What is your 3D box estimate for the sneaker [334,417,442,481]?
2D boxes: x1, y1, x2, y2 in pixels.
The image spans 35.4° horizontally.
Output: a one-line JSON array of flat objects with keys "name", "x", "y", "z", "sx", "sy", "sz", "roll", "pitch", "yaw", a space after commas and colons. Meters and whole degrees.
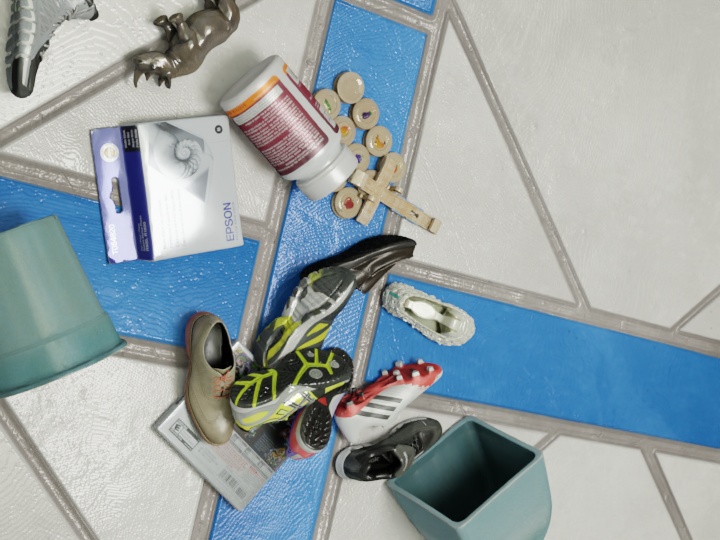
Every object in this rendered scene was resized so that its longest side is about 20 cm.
[{"name": "sneaker", "x": 0.062, "y": 0.298, "z": 1.835, "sx": 0.200, "sy": 0.090, "sz": 0.067, "roll": -18, "pitch": 105, "yaw": -27}]

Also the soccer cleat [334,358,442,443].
[{"name": "soccer cleat", "x": 0.048, "y": 0.211, "z": 1.836, "sx": 0.200, "sy": 0.069, "sz": 0.085, "roll": -24, "pitch": 115, "yaw": -23}]

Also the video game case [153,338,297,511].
[{"name": "video game case", "x": -0.188, "y": 0.236, "z": 1.723, "sx": 0.182, "sy": 0.023, "sz": 0.200, "roll": -48, "pitch": 115, "yaw": -17}]

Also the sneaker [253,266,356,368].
[{"name": "sneaker", "x": -0.077, "y": 0.075, "z": 1.725, "sx": 0.200, "sy": 0.075, "sz": 0.085, "roll": -44, "pitch": 146, "yaw": 8}]

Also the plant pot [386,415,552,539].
[{"name": "plant pot", "x": 0.202, "y": 0.400, "z": 1.876, "sx": 0.196, "sy": 0.196, "sz": 0.200, "roll": -36, "pitch": 120, "yaw": -22}]

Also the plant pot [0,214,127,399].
[{"name": "plant pot", "x": -0.432, "y": 0.041, "z": 1.472, "sx": 0.200, "sy": 0.200, "sz": 0.196, "roll": -22, "pitch": 98, "yaw": -26}]

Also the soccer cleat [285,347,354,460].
[{"name": "soccer cleat", "x": -0.067, "y": 0.204, "z": 1.752, "sx": 0.068, "sy": 0.073, "sz": 0.200, "roll": 34, "pitch": 47, "yaw": -16}]

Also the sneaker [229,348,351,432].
[{"name": "sneaker", "x": -0.106, "y": 0.177, "z": 1.679, "sx": 0.200, "sy": 0.075, "sz": 0.077, "roll": -15, "pitch": 136, "yaw": -27}]

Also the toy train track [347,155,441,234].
[{"name": "toy train track", "x": 0.063, "y": -0.107, "z": 1.813, "sx": 0.200, "sy": 0.033, "sz": 0.115, "roll": 29, "pitch": 84, "yaw": -37}]

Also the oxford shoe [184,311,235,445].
[{"name": "oxford shoe", "x": -0.214, "y": 0.162, "z": 1.644, "sx": 0.070, "sy": 0.075, "sz": 0.200, "roll": -13, "pitch": 99, "yaw": -27}]

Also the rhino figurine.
[{"name": "rhino figurine", "x": -0.249, "y": -0.328, "z": 1.605, "sx": 0.200, "sy": 0.060, "sz": 0.087, "roll": -47, "pitch": 126, "yaw": -14}]

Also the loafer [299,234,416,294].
[{"name": "loafer", "x": 0.000, "y": 0.000, "z": 1.785, "sx": 0.200, "sy": 0.073, "sz": 0.071, "roll": -21, "pitch": 110, "yaw": -17}]

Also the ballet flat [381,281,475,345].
[{"name": "ballet flat", "x": 0.122, "y": 0.079, "z": 1.863, "sx": 0.200, "sy": 0.072, "sz": 0.072, "roll": 24, "pitch": 83, "yaw": -31}]

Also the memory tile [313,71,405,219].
[{"name": "memory tile", "x": -0.019, "y": -0.197, "z": 1.779, "sx": 0.153, "sy": 0.017, "sz": 0.200, "roll": -38, "pitch": 112, "yaw": -22}]

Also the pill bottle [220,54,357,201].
[{"name": "pill bottle", "x": -0.102, "y": -0.207, "z": 1.665, "sx": 0.114, "sy": 0.114, "sz": 0.200, "roll": -47, "pitch": 110, "yaw": -18}]

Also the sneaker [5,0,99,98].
[{"name": "sneaker", "x": -0.406, "y": -0.326, "z": 1.507, "sx": 0.115, "sy": 0.075, "sz": 0.200, "roll": 3, "pitch": 93, "yaw": -33}]

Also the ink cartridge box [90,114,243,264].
[{"name": "ink cartridge box", "x": -0.274, "y": -0.118, "z": 1.624, "sx": 0.200, "sy": 0.041, "sz": 0.200, "roll": -12, "pitch": 101, "yaw": -29}]
